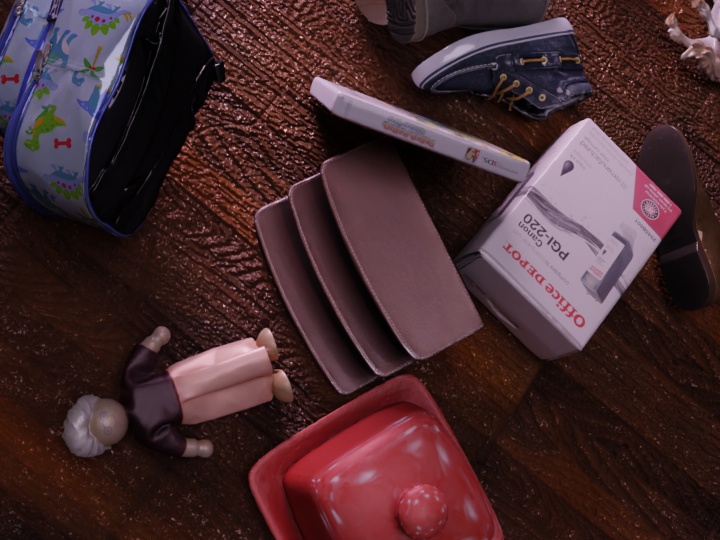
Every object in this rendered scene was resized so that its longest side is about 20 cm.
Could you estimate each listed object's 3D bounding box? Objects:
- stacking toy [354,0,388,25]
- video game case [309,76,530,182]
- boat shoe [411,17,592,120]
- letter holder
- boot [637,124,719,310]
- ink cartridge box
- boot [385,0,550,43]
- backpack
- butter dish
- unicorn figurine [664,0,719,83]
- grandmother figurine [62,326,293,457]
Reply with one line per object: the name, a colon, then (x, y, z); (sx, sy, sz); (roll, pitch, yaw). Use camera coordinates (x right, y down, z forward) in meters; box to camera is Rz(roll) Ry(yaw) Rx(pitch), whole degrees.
stacking toy: (0.084, -0.332, 1.020); (0.199, 0.085, 0.086); (-30, 88, -28)
video game case: (0.047, -0.135, 0.902); (0.180, 0.200, 0.023); (18, 101, -13)
boat shoe: (0.155, -0.200, 1.009); (0.198, 0.071, 0.092); (-19, 83, -21)
letter holder: (0.000, 0.000, 0.905); (0.141, 0.101, 0.202); (-26, 87, -18)
boot: (0.358, -0.060, 1.054); (0.075, 0.073, 0.202); (-9, 85, -37)
ink cartridge box: (0.210, -0.031, 0.984); (0.146, 0.085, 0.200); (43, 72, -4)
boot: (0.112, -0.318, 0.951); (0.198, 0.072, 0.184); (-19, 124, -29)
backpack: (-0.227, -0.140, 0.827); (0.145, 0.183, 0.202); (15, 77, 10)
butter dish: (0.034, 0.210, 0.844); (0.198, 0.148, 0.201); (-28, 87, -21)
unicorn figurine: (0.435, -0.307, 1.126); (0.137, 0.074, 0.202); (29, 86, -19)
grandmother figurine: (-0.166, 0.110, 0.853); (0.198, 0.061, 0.122); (-19, 76, -23)
